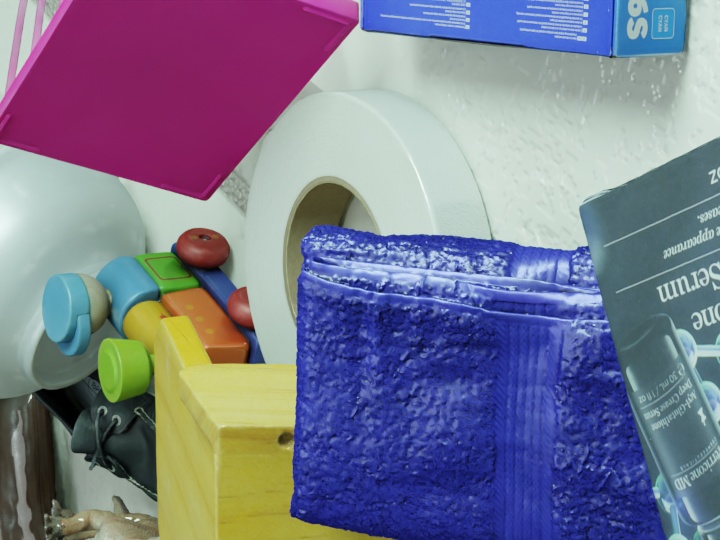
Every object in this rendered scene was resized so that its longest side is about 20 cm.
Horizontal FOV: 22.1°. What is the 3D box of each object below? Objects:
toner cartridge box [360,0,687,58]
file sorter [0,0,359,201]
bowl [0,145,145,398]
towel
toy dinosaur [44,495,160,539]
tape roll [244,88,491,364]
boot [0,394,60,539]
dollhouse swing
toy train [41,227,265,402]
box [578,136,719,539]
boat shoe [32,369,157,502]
[{"bbox_3d":[0.071,-0.154,0.867,0.200,0.043,0.095,18,111,55],"label":"toner cartridge box"},{"bbox_3d":[-0.106,-0.154,1.035,0.200,0.139,0.126,-44,38,50],"label":"file sorter"},{"bbox_3d":[-0.209,0.015,1.213,0.090,0.201,0.201,39,129,23],"label":"bowl"},{"bbox_3d":[0.062,0.060,0.819,0.199,0.050,0.148,6,103,19],"label":"towel"},{"bbox_3d":[-0.132,0.189,1.200,0.200,0.135,0.086,-160,64,-86],"label":"toy dinosaur"},{"bbox_3d":[0.000,0.000,1.010,0.203,0.037,0.203,16,110,55],"label":"tape roll"},{"bbox_3d":[-0.287,0.192,1.455,0.186,0.064,0.201,-22,80,43],"label":"boot"},{"bbox_3d":[-0.026,0.130,0.997,0.176,0.181,0.201,-94,5,-66],"label":"dollhouse swing"},{"bbox_3d":[-0.103,0.057,1.104,0.200,0.115,0.085,46,132,43],"label":"toy train"},{"bbox_3d":[0.185,0.043,0.670,0.148,0.107,0.201,-29,72,54],"label":"box"},{"bbox_3d":[-0.173,0.106,1.264,0.199,0.066,0.075,45,131,44],"label":"boat shoe"}]
